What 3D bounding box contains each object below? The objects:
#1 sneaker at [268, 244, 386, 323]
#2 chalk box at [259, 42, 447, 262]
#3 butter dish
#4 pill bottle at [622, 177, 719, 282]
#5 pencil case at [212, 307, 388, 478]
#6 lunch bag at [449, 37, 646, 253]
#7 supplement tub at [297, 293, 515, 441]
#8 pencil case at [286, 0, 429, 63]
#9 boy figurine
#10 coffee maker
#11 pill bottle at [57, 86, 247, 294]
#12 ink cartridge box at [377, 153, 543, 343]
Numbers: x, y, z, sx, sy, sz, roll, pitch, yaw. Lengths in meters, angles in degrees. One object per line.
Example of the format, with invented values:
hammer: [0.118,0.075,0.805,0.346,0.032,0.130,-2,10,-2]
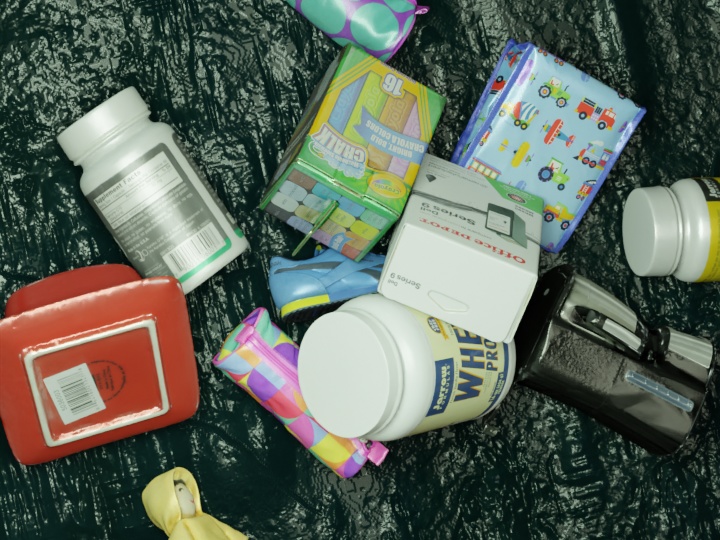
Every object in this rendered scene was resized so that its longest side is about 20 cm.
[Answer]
sneaker: [0.000,0.000,1.732,0.198,0.066,0.079,-9,71,-18]
chalk box: [-0.014,-0.100,1.668,0.123,0.124,0.202,27,62,-10]
butter dish: [-0.275,0.066,1.637,0.197,0.148,0.202,-16,134,-13]
pill bottle: [0.395,-0.045,1.794,0.197,0.114,0.116,-2,90,-13]
pencil case: [-0.058,0.129,1.707,0.200,0.088,0.089,40,82,-8]
lunch bag: [0.187,-0.124,1.770,0.149,0.094,0.202,27,95,-12]
supplement tub: [0.047,0.092,1.661,0.199,0.144,0.147,-8,91,-48]
pencil case: [-0.031,-0.304,1.717,0.199,0.085,0.093,39,111,-10]
boy figurine: [-0.145,0.286,1.676,0.200,0.124,0.065,48,112,22]
coffee maker: [0.256,0.119,1.768,0.198,0.135,0.193,28,107,-9]
pill bottle: [-0.211,-0.077,1.661,0.113,0.113,0.201,-35,96,-11]
ink cartridge box: [0.106,-0.026,1.670,0.144,0.200,0.085,21,115,-2]
